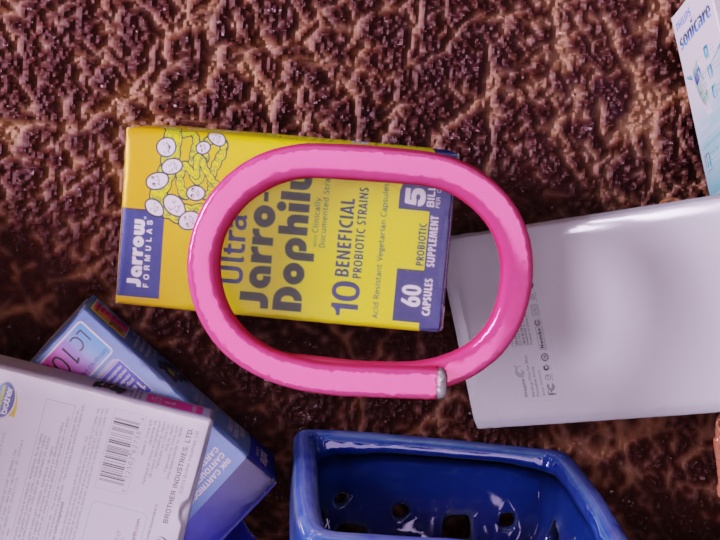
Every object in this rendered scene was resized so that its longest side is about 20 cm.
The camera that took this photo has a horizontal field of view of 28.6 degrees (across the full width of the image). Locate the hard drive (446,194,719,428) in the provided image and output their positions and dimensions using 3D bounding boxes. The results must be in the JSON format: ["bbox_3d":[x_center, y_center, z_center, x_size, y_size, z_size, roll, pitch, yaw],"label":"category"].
[{"bbox_3d":[0.154,0.030,0.905,0.199,0.026,0.132,-8,98,31],"label":"hard drive"}]

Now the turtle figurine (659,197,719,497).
[{"bbox_3d":[0.270,0.045,0.949,0.161,0.064,0.201,-7,79,-13],"label":"turtle figurine"}]

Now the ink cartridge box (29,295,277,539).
[{"bbox_3d":[-0.148,0.133,0.923,0.200,0.076,0.136,43,92,-9],"label":"ink cartridge box"}]

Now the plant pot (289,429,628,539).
[{"bbox_3d":[0.048,0.219,0.891,0.199,0.200,0.181,5,102,-6],"label":"plant pot"}]

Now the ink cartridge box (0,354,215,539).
[{"bbox_3d":[-0.199,0.119,0.860,0.199,0.042,0.120,15,96,-8],"label":"ink cartridge box"}]

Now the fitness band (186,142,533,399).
[{"bbox_3d":[0.000,0.000,0.815,0.199,0.037,0.144,4,96,0],"label":"fitness band"}]

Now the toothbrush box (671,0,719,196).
[{"bbox_3d":[0.296,-0.094,0.900,0.146,0.085,0.201,-10,80,-6],"label":"toothbrush box"}]

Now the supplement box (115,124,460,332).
[{"bbox_3d":[-0.043,-0.030,0.886,0.199,0.110,0.109,5,96,1],"label":"supplement box"}]
